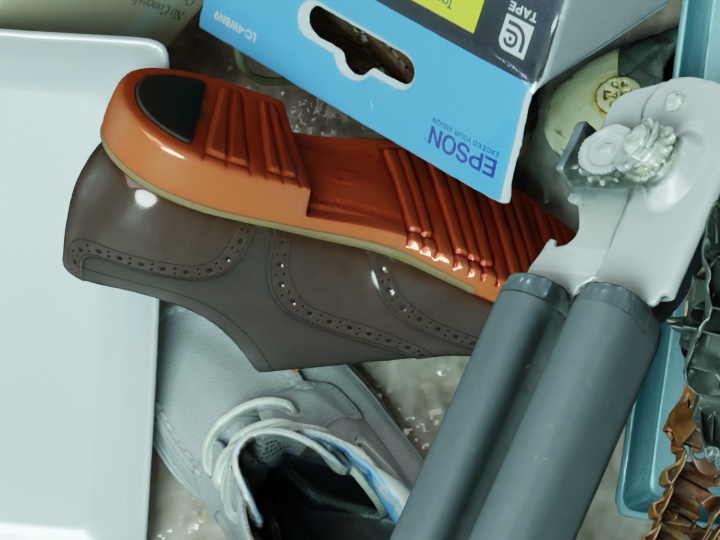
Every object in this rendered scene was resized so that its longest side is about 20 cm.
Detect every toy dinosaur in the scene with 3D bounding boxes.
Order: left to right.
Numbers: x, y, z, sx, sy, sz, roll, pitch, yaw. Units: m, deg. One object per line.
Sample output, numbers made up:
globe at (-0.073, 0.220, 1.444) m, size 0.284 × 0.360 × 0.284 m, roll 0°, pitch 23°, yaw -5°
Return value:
toy dinosaur at (0.134, 0.018, 0.833) m, size 0.101 × 0.136 × 0.202 m, roll 7°, pitch 99°, yaw -3°

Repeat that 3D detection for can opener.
can opener at (0.067, 0.028, 0.844) m, size 0.052 × 0.067 × 0.201 m, roll 5°, pitch 56°, yaw 40°

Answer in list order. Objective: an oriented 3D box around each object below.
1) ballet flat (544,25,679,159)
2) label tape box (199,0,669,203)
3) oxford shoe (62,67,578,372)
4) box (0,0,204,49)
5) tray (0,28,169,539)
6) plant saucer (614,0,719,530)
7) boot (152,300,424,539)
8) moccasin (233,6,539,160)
ballet flat at (0.154, -0.066, 0.933) m, size 0.199 × 0.057 × 0.067 m, roll -8°, pitch 65°, yaw 18°
label tape box at (0.039, -0.143, 0.910) m, size 0.143 × 0.066 × 0.201 m, roll 32°, pitch 117°, yaw 34°
oxford shoe at (0.000, 0.000, 0.924) m, size 0.073 × 0.199 × 0.071 m, roll -60°, pitch 19°, yaw 27°
box at (-0.149, -0.063, 0.994) m, size 0.200 × 0.095 × 0.078 m, roll -50°, pitch 58°, yaw 18°
tray at (-0.119, 0.014, 0.949) m, size 0.107 × 0.022 × 0.201 m, roll 4°, pitch 111°, yaw -1°
plant saucer at (0.128, -0.017, 0.911) m, size 0.069 × 0.019 × 0.202 m, roll 8°, pitch 92°, yaw 24°
boot at (-0.020, 0.061, 0.923) m, size 0.074 × 0.096 × 0.200 m, roll -47°, pitch 61°, yaw -3°
moccasin at (-0.012, -0.101, 1.003) m, size 0.078 × 0.074 × 0.201 m, roll -49°, pitch 64°, yaw 12°
